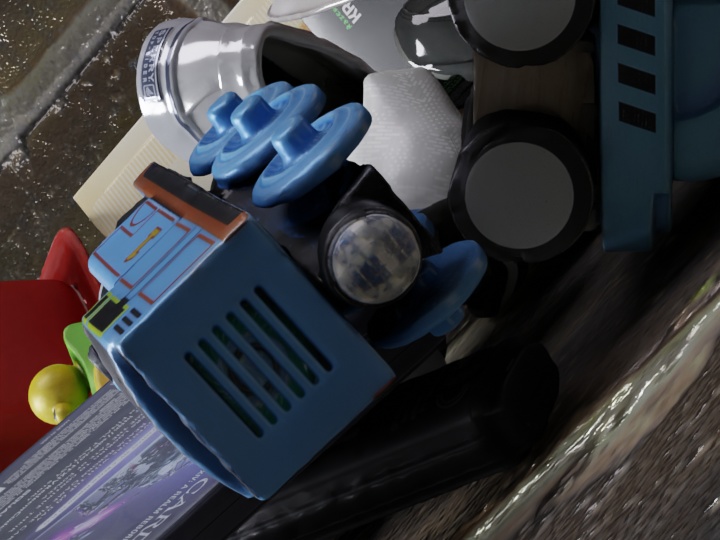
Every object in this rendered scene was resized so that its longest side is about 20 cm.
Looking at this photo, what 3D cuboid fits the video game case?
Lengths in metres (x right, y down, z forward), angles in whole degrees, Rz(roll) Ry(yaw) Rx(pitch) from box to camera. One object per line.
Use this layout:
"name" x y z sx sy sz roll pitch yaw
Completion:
"video game case" -0.069 0.064 0.941 0.143 0.019 0.200 -41 17 -23

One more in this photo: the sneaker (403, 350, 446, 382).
"sneaker" -0.045 0.110 0.999 0.200 0.074 0.116 -34 34 27

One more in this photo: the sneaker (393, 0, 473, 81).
"sneaker" 0.098 -0.138 1.008 0.199 0.079 0.075 -24 24 10

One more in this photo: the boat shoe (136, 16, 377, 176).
"boat shoe" -0.008 -0.049 1.086 0.065 0.200 0.074 -3 76 34

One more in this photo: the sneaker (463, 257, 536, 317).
"sneaker" 0.057 -0.051 1.106 0.115 0.076 0.201 -47 9 12

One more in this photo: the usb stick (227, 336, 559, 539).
"usb stick" -0.019 0.072 0.904 0.199 0.033 0.056 -25 18 35

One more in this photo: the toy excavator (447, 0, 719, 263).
"toy excavator" 0.129 -0.102 0.871 0.100 0.199 0.196 -75 -15 -73

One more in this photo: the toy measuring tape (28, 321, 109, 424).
"toy measuring tape" -0.040 0.041 1.116 0.199 0.074 0.074 -12 8 0

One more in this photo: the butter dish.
"butter dish" -0.189 0.096 1.232 0.200 0.147 0.200 -69 28 24

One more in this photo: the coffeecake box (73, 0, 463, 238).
"coffeecake box" -0.026 -0.059 1.350 0.154 0.073 0.200 -48 -23 18

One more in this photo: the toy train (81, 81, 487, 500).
"toy train" -0.036 0.001 0.871 0.114 0.087 0.200 -42 15 -6

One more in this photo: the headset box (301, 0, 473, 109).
"headset box" 0.031 -0.171 1.272 0.093 0.174 0.200 -46 -15 32

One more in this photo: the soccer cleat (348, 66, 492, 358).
"soccer cleat" 0.000 0.000 1.039 0.070 0.087 0.200 -8 -30 -30

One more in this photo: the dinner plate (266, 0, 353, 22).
"dinner plate" 0.052 -0.139 0.867 0.200 0.024 0.200 -29 13 8
